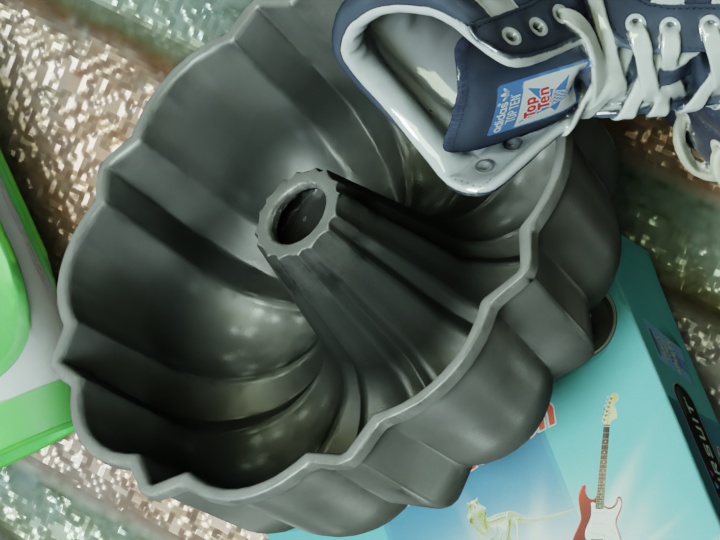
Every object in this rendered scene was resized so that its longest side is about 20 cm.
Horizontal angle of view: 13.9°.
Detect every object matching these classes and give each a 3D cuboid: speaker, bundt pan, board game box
[{"bbox_3d":[-0.168,-0.023,1.045,0.088,0.088,0.200,-26,86,20],"label":"speaker"},{"bbox_3d":[0.000,0.000,0.951,0.202,0.076,0.202,-22,49,27],"label":"bundt pan"},{"bbox_3d":[0.057,0.107,0.956,0.151,0.047,0.200,-31,62,20],"label":"board game box"}]

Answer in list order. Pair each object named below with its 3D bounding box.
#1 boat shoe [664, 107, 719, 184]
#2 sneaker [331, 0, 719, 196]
[{"bbox_3d":[0.142,-0.032,0.943,0.093,0.075,0.201,-2,86,27],"label":"boat shoe"},{"bbox_3d":[0.089,-0.066,0.851,0.200,0.109,0.070,16,139,9],"label":"sneaker"}]
